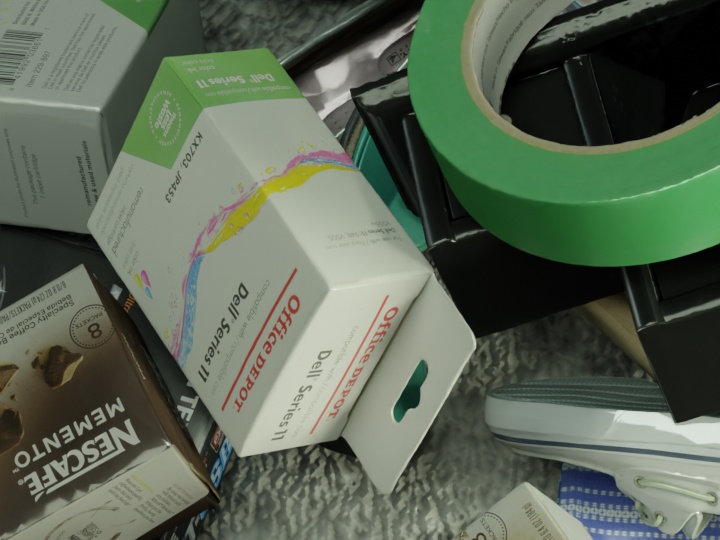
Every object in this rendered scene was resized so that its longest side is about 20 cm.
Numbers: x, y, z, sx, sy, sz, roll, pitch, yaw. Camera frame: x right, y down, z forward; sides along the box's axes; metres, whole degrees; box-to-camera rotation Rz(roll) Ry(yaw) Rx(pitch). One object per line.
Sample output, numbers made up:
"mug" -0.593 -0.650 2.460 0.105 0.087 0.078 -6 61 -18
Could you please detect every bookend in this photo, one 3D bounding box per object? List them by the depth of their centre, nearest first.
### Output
"bookend" 0.115 -0.018 1.244 0.199 0.092 0.199 -18 50 9

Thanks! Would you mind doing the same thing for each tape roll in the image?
"tape roll" 0.121 -0.095 1.206 0.199 0.048 0.201 -11 51 14

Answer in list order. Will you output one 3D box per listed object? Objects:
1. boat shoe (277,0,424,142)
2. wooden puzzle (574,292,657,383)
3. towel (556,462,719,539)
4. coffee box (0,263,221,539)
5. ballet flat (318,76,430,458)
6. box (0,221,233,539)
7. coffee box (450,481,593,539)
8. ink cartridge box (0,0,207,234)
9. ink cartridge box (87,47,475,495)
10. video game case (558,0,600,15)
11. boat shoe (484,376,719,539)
"boat shoe" -0.024 -0.087 1.416 0.201 0.065 0.075 -32 61 -4
"wooden puzzle" 0.162 -0.056 1.365 0.185 0.037 0.200 -40 57 -8
"towel" 0.156 0.150 1.279 0.144 0.024 0.201 2 65 14
"coffee box" -0.183 0.102 1.300 0.199 0.080 0.113 -29 61 1
"ballet flat" 0.000 0.000 1.368 0.073 0.073 0.201 -3 69 12
"box" -0.165 0.080 1.379 0.198 0.050 0.201 15 69 21
"coffee box" 0.039 0.207 1.224 0.200 0.080 0.115 -40 60 7
"ink cartridge box" -0.197 -0.103 1.431 0.199 0.088 0.146 7 43 15
"ink cartridge box" -0.040 0.004 1.290 0.067 0.117 0.200 -8 49 -40
"video game case" 0.163 -0.084 1.350 0.199 0.026 0.181 9 61 25
"boat shoe" 0.150 0.092 1.263 0.199 0.073 0.067 5 101 27
